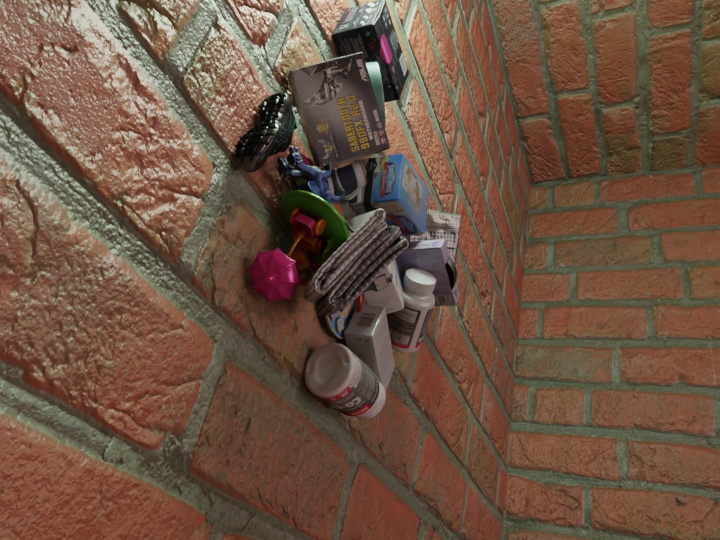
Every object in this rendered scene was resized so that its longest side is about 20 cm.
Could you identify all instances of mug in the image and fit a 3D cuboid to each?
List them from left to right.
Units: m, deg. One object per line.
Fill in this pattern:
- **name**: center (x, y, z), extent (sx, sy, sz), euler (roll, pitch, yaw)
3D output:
- **mug**: center (-0.010, -0.378, 1.285), extent (0.185, 0.114, 0.153), euler (88, -6, -76)

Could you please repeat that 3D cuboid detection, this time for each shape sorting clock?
- **shape sorting clock**: center (-0.038, 0.055, 1.283), extent (0.200, 0.039, 0.202), euler (10, 79, -63)

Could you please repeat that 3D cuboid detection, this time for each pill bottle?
- **pill bottle**: center (-0.025, 0.243, 1.206), extent (0.200, 0.113, 0.115), euler (50, 45, -50)
- **pill bottle**: center (0.129, 0.101, 1.458), extent (0.111, 0.110, 0.201), euler (-38, 147, -59)

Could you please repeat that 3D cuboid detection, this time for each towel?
- **towel**: center (-0.010, -0.005, 1.047), extent (0.200, 0.086, 0.166), euler (-46, 180, -13)
- **towel**: center (0.194, -0.077, 1.609), extent (0.199, 0.035, 0.194), euler (5, 99, -22)

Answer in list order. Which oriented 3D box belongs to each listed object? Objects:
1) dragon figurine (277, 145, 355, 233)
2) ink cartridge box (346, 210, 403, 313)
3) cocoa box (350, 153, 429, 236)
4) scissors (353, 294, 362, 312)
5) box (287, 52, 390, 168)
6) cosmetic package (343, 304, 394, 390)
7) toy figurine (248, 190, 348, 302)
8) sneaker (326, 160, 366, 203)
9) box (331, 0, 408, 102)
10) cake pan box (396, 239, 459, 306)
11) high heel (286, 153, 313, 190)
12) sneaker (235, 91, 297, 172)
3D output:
- **dragon figurine**: center (-0.085, -0.143, 1.071), extent (0.099, 0.059, 0.201), euler (-35, 108, -42)
- **ink cartridge box**: center (0.034, -0.016, 1.343), extent (0.147, 0.085, 0.201), euler (-92, 161, -52)
- **cocoa box**: center (0.081, -0.185, 1.443), extent (0.200, 0.130, 0.134), euler (41, 52, -56)
- **scissors**: center (0.000, 0.000, 1.217), extent (0.073, 0.014, 0.201), euler (-98, -169, -60)
- **box**: center (-0.043, -0.324, 1.156), extent (0.048, 0.157, 0.201), euler (-172, -116, -74)
- **cosmetic package**: center (0.025, 0.188, 1.329), extent (0.102, 0.071, 0.201), euler (-61, 149, -47)
- **toy figurine**: center (-0.130, -0.015, 1.050), extent (0.184, 0.149, 0.201), euler (-56, 163, -31)
- **sneaker**: center (-0.051, -0.183, 1.257), extent (0.200, 0.108, 0.070), euler (124, -54, -81)
- **box**: center (0.028, -0.531, 1.391), extent (0.200, 0.114, 0.133), euler (62, 34, -42)
- **cake pan box**: center (0.153, 0.011, 1.496), extent (0.052, 0.199, 0.185), euler (-60, 137, -47)
- **high heel**: center (-0.101, -0.136, 1.131), extent (0.096, 0.067, 0.201), euler (-26, 106, -72)
- **sneaker**: center (-0.159, -0.239, 1.028), extent (0.079, 0.075, 0.201), euler (63, 35, -43)
